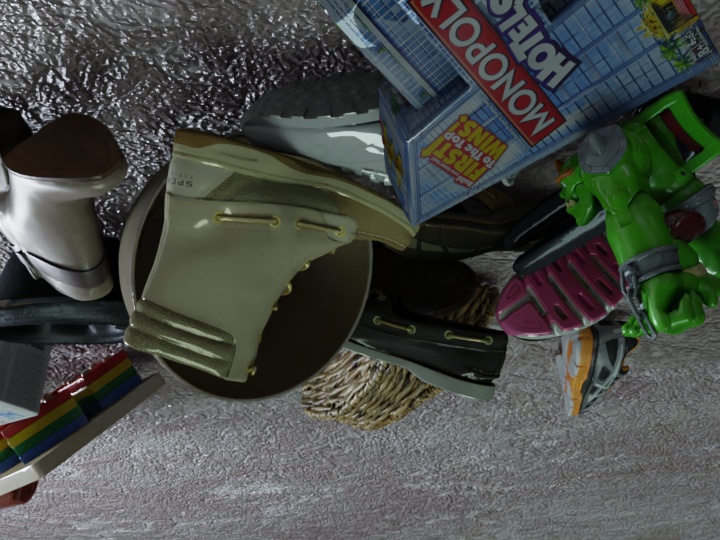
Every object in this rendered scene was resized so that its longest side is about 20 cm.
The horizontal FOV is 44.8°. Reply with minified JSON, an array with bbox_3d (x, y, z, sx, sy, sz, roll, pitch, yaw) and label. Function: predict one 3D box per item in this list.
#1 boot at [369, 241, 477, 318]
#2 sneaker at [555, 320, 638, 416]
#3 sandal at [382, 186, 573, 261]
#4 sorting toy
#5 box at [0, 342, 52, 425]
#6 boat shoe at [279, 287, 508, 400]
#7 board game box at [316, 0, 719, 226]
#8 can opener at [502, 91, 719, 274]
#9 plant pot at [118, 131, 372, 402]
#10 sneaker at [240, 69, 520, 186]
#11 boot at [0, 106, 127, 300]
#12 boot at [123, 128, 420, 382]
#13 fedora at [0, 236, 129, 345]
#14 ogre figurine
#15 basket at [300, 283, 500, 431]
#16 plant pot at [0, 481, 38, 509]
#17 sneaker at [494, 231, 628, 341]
[{"bbox_3d":[0.000,0.000,0.786,0.198,0.075,0.097,1,157,24],"label":"boot"},{"bbox_3d":[0.279,0.117,1.039,0.077,0.079,0.200,-10,153,1],"label":"sneaker"},{"bbox_3d":[0.105,-0.048,0.749,0.198,0.055,0.082,-7,162,-19],"label":"sandal"},{"bbox_3d":[-0.374,0.186,1.073,0.199,0.199,0.070,-26,99,41],"label":"sorting toy"},{"bbox_3d":[-0.459,0.117,0.999,0.199,0.113,0.101,-17,147,31],"label":"box"},{"bbox_3d":[0.028,0.049,0.754,0.200,0.061,0.072,20,-175,13],"label":"boat shoe"},{"bbox_3d":[0.068,-0.126,0.486,0.199,0.062,0.200,-39,134,17],"label":"board game box"},{"bbox_3d":[0.191,-0.060,0.661,0.200,0.064,0.078,-40,130,25],"label":"can opener"},{"bbox_3d":[-0.108,-0.010,0.699,0.199,0.202,0.134,20,176,-34],"label":"plant pot"},{"bbox_3d":[0.015,-0.091,0.603,0.198,0.077,0.081,0,128,10],"label":"sneaker"},{"bbox_3d":[-0.218,-0.040,0.651,0.199,0.070,0.147,24,138,39],"label":"boot"},{"bbox_3d":[-0.057,0.002,0.612,0.199,0.157,0.073,15,-178,-39],"label":"boot"},{"bbox_3d":[-0.270,0.015,0.806,0.199,0.092,0.201,0,169,0],"label":"fedora"},{"bbox_3d":[0.185,-0.039,0.540,0.199,0.121,0.098,-26,179,-40],"label":"ogre figurine"},{"bbox_3d":[0.042,0.096,0.920,0.148,0.144,0.200,16,149,-26],"label":"basket"},{"bbox_3d":[-0.567,0.263,1.220,0.193,0.202,0.201,-8,153,-2],"label":"plant pot"},{"bbox_3d":[0.197,0.005,0.757,0.199,0.074,0.088,-33,167,-16],"label":"sneaker"}]
